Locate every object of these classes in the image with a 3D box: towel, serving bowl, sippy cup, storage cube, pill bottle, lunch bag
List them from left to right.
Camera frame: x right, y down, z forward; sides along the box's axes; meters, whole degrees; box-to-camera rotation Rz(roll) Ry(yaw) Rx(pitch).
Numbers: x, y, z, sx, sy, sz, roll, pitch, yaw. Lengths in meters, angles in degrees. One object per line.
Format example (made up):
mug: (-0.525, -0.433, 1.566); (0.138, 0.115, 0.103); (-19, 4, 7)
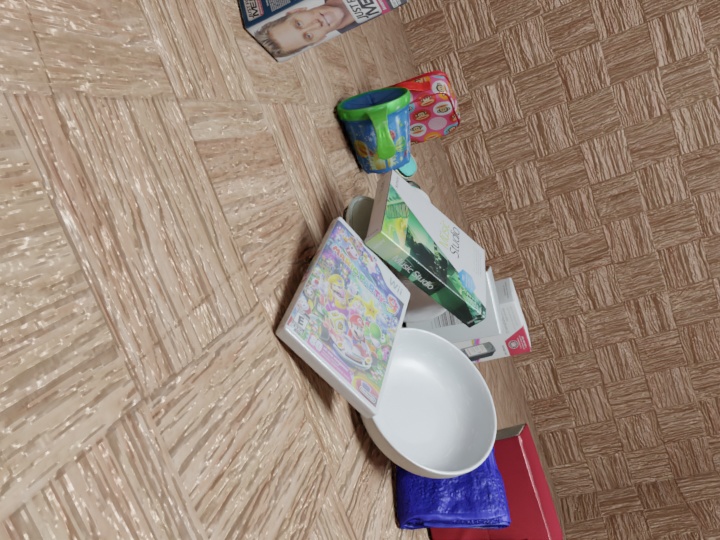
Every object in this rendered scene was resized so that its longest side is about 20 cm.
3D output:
sippy cup: (0.035, -0.255, 1.065); (0.178, 0.139, 0.131); (-46, 130, -45)
pill bottle: (0.077, -0.030, 0.900); (0.115, 0.114, 0.201); (54, 25, -47)
lunch bag: (0.109, -0.351, 1.258); (0.176, 0.199, 0.083); (40, 41, -62)
serving bowl: (0.076, 0.176, 0.747); (0.199, 0.066, 0.201); (19, 45, -20)
towel: (0.117, 0.244, 0.782); (0.050, 0.146, 0.201); (101, -11, -48)
storage cube: (0.199, 0.352, 0.889); (0.200, 0.170, 0.181); (22, 51, -69)

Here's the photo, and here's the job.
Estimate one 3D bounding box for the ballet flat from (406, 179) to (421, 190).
ballet flat: (0.104, -0.160, 1.298); (0.200, 0.068, 0.069); (61, 7, -64)

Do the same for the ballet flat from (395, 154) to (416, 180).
ballet flat: (0.045, -0.274, 1.210); (0.200, 0.069, 0.070); (54, 22, -20)

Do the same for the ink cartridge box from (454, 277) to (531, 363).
ink cartridge box: (0.241, 0.116, 1.211); (0.086, 0.199, 0.148); (-83, 150, -53)

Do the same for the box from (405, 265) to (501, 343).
box: (0.166, 0.061, 1.022); (0.200, 0.151, 0.107); (-13, 90, -76)

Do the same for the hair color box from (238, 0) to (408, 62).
hair color box: (-0.047, -0.356, 0.750); (0.100, 0.199, 0.061); (19, 54, -69)

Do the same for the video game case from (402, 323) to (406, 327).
video game case: (0.055, 0.028, 1.006); (0.183, 0.023, 0.201); (-85, 152, -52)

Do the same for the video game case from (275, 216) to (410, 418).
video game case: (-0.009, 0.046, 0.657); (0.143, 0.018, 0.201); (46, 37, -20)

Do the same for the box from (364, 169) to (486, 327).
box: (0.096, -0.032, 0.793); (0.200, 0.036, 0.145); (36, 38, -21)

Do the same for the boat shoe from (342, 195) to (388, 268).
boat shoe: (0.000, 0.000, 0.780); (0.060, 0.075, 0.201); (131, -31, -62)
